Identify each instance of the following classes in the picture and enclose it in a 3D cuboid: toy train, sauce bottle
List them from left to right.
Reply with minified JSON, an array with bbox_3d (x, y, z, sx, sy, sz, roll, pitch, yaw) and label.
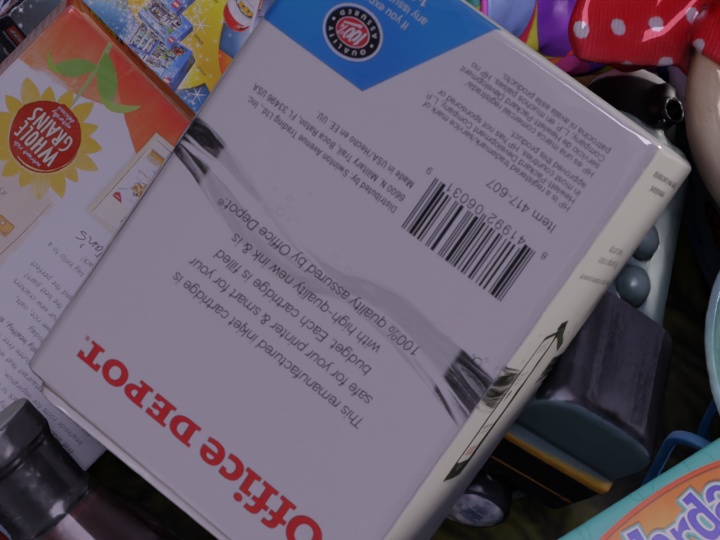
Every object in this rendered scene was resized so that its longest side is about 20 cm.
[{"bbox_3d":[-0.082,0.138,0.815,0.066,0.066,0.200,-44,102,-19],"label":"sauce bottle"},{"bbox_3d":[0.081,0.008,0.858,0.085,0.114,0.201,33,55,-25],"label":"toy train"}]

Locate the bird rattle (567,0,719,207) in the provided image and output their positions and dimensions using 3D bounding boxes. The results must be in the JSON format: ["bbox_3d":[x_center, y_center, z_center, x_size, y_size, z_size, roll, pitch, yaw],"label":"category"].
[{"bbox_3d":[0.179,-0.078,0.786,0.199,0.113,0.164,-2,69,-9],"label":"bird rattle"}]

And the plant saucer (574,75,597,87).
[{"bbox_3d":[0.081,-0.172,0.945,0.034,0.201,0.200,16,60,48],"label":"plant saucer"}]

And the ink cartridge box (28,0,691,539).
[{"bbox_3d":[0.000,0.000,0.756,0.146,0.084,0.200,38,98,15],"label":"ink cartridge box"}]

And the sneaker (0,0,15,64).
[{"bbox_3d":[-0.102,-0.128,0.951,0.201,0.077,0.147,21,77,-5],"label":"sneaker"}]

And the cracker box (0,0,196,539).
[{"bbox_3d":[-0.137,0.008,0.840,0.200,0.058,0.134,-44,104,4],"label":"cracker box"}]

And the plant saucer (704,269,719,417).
[{"bbox_3d":[0.220,0.053,0.782,0.199,0.036,0.201,5,52,-7],"label":"plant saucer"}]

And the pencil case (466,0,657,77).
[{"bbox_3d":[0.093,-0.123,0.891,0.199,0.088,0.089,-13,68,-38],"label":"pencil case"}]

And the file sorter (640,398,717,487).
[{"bbox_3d":[0.132,0.151,0.827,0.123,0.139,0.200,39,71,14],"label":"file sorter"}]

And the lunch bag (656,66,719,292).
[{"bbox_3d":[0.247,-0.034,0.915,0.199,0.124,0.171,-20,71,-3],"label":"lunch bag"}]

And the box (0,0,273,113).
[{"bbox_3d":[-0.043,-0.074,0.905,0.137,0.038,0.200,-44,105,-18],"label":"box"}]

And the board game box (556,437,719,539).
[{"bbox_3d":[0.089,0.119,0.657,0.152,0.200,0.045,-29,67,-13],"label":"board game box"}]
